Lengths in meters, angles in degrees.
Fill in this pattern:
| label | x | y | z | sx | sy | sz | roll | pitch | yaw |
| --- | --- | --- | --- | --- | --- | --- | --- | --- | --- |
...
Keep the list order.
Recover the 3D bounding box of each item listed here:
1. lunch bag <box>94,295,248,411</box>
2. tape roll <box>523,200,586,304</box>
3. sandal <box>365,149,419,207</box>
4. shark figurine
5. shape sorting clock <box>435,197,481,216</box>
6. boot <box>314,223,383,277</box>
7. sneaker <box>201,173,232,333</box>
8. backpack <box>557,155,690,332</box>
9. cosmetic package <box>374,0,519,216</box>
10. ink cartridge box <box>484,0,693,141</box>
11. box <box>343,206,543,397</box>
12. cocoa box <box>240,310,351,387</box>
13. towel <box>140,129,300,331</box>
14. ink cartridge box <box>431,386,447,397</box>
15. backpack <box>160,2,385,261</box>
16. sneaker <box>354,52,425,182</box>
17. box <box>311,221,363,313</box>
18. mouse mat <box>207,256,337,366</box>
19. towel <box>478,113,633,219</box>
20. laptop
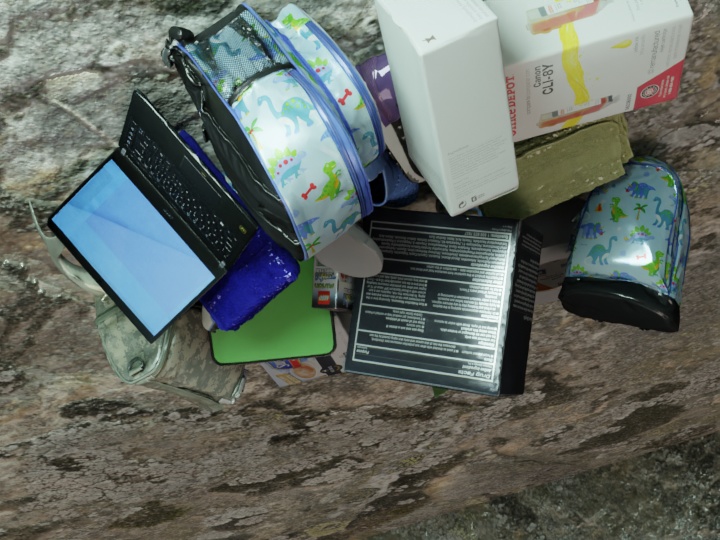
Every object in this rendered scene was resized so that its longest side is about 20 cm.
| label | x | y | z | sx | sy | sz | roll | pitch | yaw |
| --- | --- | --- | --- | --- | --- | --- | --- | --- | --- |
| lunch bag | -0.240 | 0.088 | 1.321 | 0.138 | 0.170 | 0.200 | -22 | 153 | 21 |
| tape roll | 0.268 | -0.021 | 1.448 | 0.198 | 0.067 | 0.201 | -10 | 154 | -5 |
| sandal | 0.011 | -0.107 | 1.133 | 0.079 | 0.088 | 0.200 | -24 | 154 | 20 |
| shark figurine | -0.293 | -0.007 | 1.184 | 0.213 | 0.090 | 0.129 | 9 | 120 | -35 |
| shape sorting clock | 0.191 | -0.104 | 1.275 | 0.197 | 0.040 | 0.201 | -10 | 155 | -5 |
| boot | -0.040 | -0.076 | 1.126 | 0.073 | 0.097 | 0.200 | -17 | 141 | 33 |
| sneaker | -0.161 | -0.022 | 1.179 | 0.072 | 0.072 | 0.202 | 19 | 115 | 7 |
| backpack | 0.347 | -0.044 | 1.289 | 0.162 | 0.202 | 0.154 | 13 | 155 | 33 |
| cosmetic package | 0.082 | -0.165 | 0.942 | 0.080 | 0.113 | 0.201 | -23 | 139 | -7 |
| ink cartridge box | 0.214 | -0.215 | 1.004 | 0.198 | 0.084 | 0.145 | -14 | 155 | 4 |
| box | 0.100 | 0.038 | 1.209 | 0.198 | 0.201 | 0.123 | 7 | 176 | 24 |
| cocoa box | -0.084 | 0.056 | 1.364 | 0.130 | 0.135 | 0.200 | -15 | 155 | 5 |
| towel | -0.168 | -0.034 | 1.093 | 0.147 | 0.200 | 0.050 | -39 | -176 | 45 |
| ink cartridge box | 0.102 | 0.052 | 1.364 | 0.048 | 0.202 | 0.145 | 5 | 150 | -37 |
| backpack | -0.061 | -0.128 | 0.922 | 0.146 | 0.201 | 0.183 | -31 | 154 | -6 |
| sneaker | 0.062 | -0.161 | 1.063 | 0.087 | 0.076 | 0.200 | -25 | 152 | 13 |
| box | 0.000 | 0.000 | 1.268 | 0.034 | 0.112 | 0.200 | 1 | 174 | 24 |
| mouse mat | -0.116 | 0.017 | 1.232 | 0.159 | 0.203 | 0.008 | -5 | -164 | 3 |
| towel | 0.223 | -0.124 | 1.188 | 0.198 | 0.037 | 0.149 | -25 | 149 | 9 |
| laptop | -0.215 | -0.047 | 1.014 | 0.103 | 0.178 | 0.200 | -42 | 180 | -27 |
